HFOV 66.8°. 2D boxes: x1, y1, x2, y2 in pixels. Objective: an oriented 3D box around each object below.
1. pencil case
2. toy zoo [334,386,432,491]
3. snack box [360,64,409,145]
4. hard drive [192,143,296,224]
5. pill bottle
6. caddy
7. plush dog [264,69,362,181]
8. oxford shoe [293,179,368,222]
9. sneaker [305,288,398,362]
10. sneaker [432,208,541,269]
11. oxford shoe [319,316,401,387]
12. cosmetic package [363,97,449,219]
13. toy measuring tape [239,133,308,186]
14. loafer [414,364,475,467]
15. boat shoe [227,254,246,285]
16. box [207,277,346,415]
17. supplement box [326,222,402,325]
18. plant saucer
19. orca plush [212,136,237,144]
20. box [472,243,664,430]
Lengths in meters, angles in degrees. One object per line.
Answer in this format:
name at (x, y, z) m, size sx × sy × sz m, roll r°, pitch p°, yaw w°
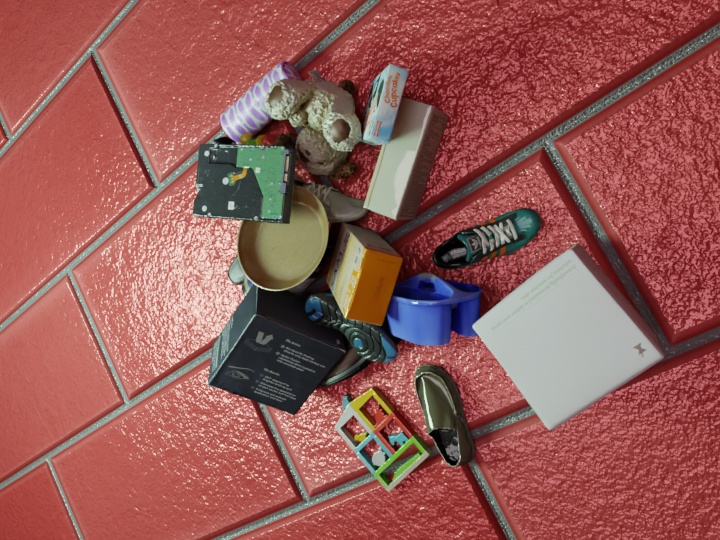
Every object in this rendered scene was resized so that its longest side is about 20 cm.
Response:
pencil case at (-0.195, -0.338, 1.116) m, size 0.199 × 0.085 × 0.085 m, roll -28°, pitch 49°, yaw 25°
toy zoo at (0.033, 0.331, 1.110) m, size 0.200 × 0.020 × 0.131 m, roll 47°, pitch 112°, yaw 13°
snack box at (0.035, -0.280, 0.949) m, size 0.037 × 0.200 × 0.118 m, roll 14°, pitch 100°, yaw -9°
hard drive at (-0.219, -0.164, 1.026) m, size 0.197 × 0.038 × 0.142 m, roll 5°, pitch 91°, yaw 21°
pill bottle at (-0.143, -0.008, 1.106) m, size 0.112 × 0.112 × 0.200 m, roll 48°, pitch 112°, yaw 13°
caddy at (0.123, 0.057, 0.953) m, size 0.199 × 0.140 × 0.107 m, roll 10°, pitch 108°, yaw 62°
plush dog at (-0.074, -0.265, 1.043) m, size 0.198 × 0.161 × 0.173 m, roll 29°, pitch 131°, yaw 12°
oxford shoe at (-0.081, -0.141, 1.069) m, size 0.197 × 0.076 × 0.058 m, roll 13°, pitch 132°, yaw 12°
sneaker at (-0.005, 0.093, 1.021) m, size 0.199 × 0.082 × 0.074 m, roll 34°, pitch 123°, yaw 17°
sneaker at (0.216, -0.048, 0.949) m, size 0.198 × 0.080 × 0.072 m, roll -26°, pitch 85°, yaw 25°
oxford shoe at (-0.013, 0.159, 1.090) m, size 0.199 × 0.073 × 0.085 m, roll -39°, pitch 77°, yaw 11°
cosmetic package at (0.083, -0.197, 0.985) m, size 0.072 × 0.103 × 0.202 m, roll 22°, pitch 104°, yaw 22°
toy measuring tape at (-0.158, -0.223, 1.124) m, size 0.199 × 0.074 × 0.074 m, roll 33°, pitch 110°, yaw -6°
loafer at (0.156, 0.273, 1.019) m, size 0.075 × 0.069 × 0.202 m, roll -28°, pitch 84°, yaw 25°
boat shoe at (-0.226, -0.044, 1.162) m, size 0.200 × 0.073 × 0.075 m, roll -46°, pitch 77°, yaw 22°
box at (-0.165, 0.153, 1.074) m, size 0.195 × 0.118 × 0.201 m, roll 26°, pitch 117°, yaw -25°
supplement box at (0.000, 0.000, 0.994) m, size 0.073 × 0.200 × 0.128 m, roll 13°, pitch 103°, yaw -17°
plant saucer at (-0.141, -0.059, 1.026) m, size 0.198 × 0.035 × 0.203 m, roll -5°, pitch 76°, yaw 22°
orca plush at (-0.228, -0.197, 1.138) m, size 0.105 × 0.071 × 0.201 m, roll 7°, pitch 134°, yaw 59°
box at (0.324, 0.097, 0.864) m, size 0.199 × 0.171 × 0.201 m, roll -42°, pitch 78°, yaw 23°
